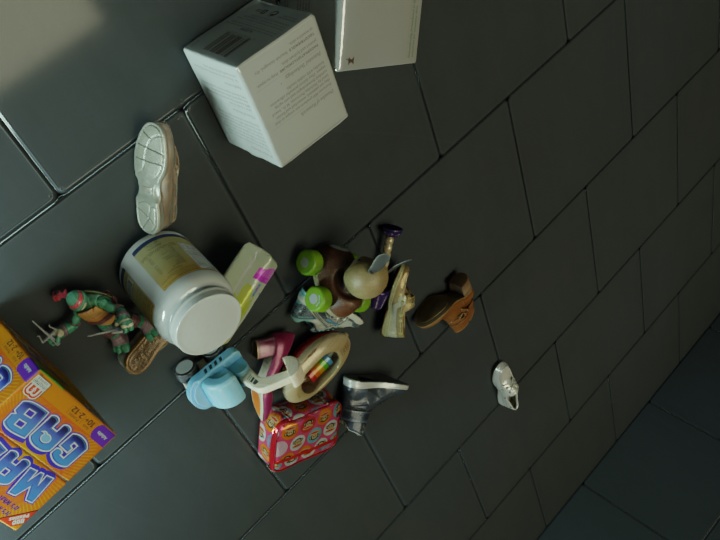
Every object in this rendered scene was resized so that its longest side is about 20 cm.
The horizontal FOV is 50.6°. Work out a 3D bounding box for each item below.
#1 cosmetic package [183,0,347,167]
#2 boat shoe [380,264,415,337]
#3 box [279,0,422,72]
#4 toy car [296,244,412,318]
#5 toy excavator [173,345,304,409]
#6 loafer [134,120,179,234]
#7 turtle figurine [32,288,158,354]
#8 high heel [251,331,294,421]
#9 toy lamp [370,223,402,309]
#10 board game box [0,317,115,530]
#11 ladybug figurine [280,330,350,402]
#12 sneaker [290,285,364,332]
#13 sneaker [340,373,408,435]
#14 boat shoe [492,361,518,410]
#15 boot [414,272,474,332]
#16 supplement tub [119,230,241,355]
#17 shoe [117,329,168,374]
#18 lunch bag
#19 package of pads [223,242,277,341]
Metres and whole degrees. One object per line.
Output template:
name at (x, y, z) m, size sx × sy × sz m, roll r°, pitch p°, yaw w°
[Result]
cosmetic package at (-0.156, -0.317, 1.286) m, size 0.166 × 0.167 × 0.200 m, roll -42°, pitch 137°, yaw -21°
boat shoe at (0.098, 0.074, 1.833) m, size 0.074 × 0.066 × 0.200 m, roll -72°, pitch 175°, yaw -60°
box at (-0.016, -0.470, 1.336) m, size 0.200 × 0.171 × 0.199 m, roll -18°, pitch 124°, yaw -38°
toy car at (0.000, 0.000, 1.579) m, size 0.164 × 0.200 × 0.158 m, roll 3°, pitch 68°, yaw -53°
toy excavator at (-0.234, 0.214, 1.491) m, size 0.194 × 0.200 × 0.100 m, roll -39°, pitch 136°, yaw -23°
loafer at (-0.337, -0.160, 1.281) m, size 0.063 × 0.072 × 0.200 m, roll -31°, pitch 140°, yaw -52°
turtle figurine at (-0.436, 0.081, 1.273) m, size 0.200 × 0.150 × 0.101 m, roll 40°, pitch 46°, yaw -60°
high heel at (-0.186, 0.229, 1.653) m, size 0.096 × 0.067 × 0.200 m, roll -10°, pitch 106°, yaw -30°
toy lamp at (0.052, -0.006, 1.766) m, size 0.058 × 0.058 × 0.200 m, roll -6°, pitch 114°, yaw -44°
board game box at (-0.550, 0.228, 1.176) m, size 0.200 × 0.200 × 0.200 m, roll -45°, pitch 138°, yaw -16°
ladybug figurine at (-0.106, 0.206, 1.709) m, size 0.200 × 0.072 × 0.136 m, roll -42°, pitch 143°, yaw -16°
sneaker at (-0.078, 0.098, 1.694) m, size 0.200 × 0.078 × 0.086 m, roll 25°, pitch 106°, yaw -43°
sneaker at (0.026, 0.337, 1.911) m, size 0.202 × 0.077 × 0.146 m, roll 7°, pitch 96°, yaw -37°
boat shoe at (0.467, 0.364, 2.391) m, size 0.071 × 0.069 × 0.200 m, roll -40°, pitch 135°, yaw -19°
boot at (0.233, 0.118, 2.012) m, size 0.200 × 0.074 × 0.155 m, roll -41°, pitch 140°, yaw -18°
supplement tub at (-0.307, 0.038, 1.301) m, size 0.144 × 0.200 × 0.145 m, roll -28°, pitch 139°, yaw -27°
shoe at (-0.369, 0.105, 1.409) m, size 0.200 × 0.053 × 0.070 m, roll -47°, pitch 124°, yaw -23°
lunch bag at (-0.144, 0.381, 1.778) m, size 0.200 × 0.082 × 0.176 m, roll -15°, pitch 126°, yaw -38°
package of pads at (-0.237, 0.047, 1.441) m, size 0.200 × 0.068 × 0.155 m, roll -57°, pitch -179°, yaw -4°
